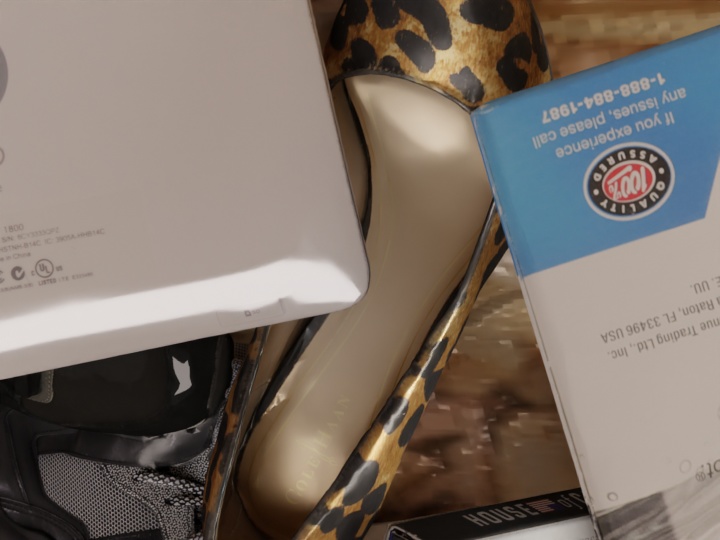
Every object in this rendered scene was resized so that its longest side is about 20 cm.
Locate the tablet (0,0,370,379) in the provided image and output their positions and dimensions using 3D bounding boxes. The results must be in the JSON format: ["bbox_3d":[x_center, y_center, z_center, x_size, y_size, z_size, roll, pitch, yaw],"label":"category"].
[{"bbox_3d":[-0.105,-0.035,0.689,0.199,0.014,0.131,-12,96,10],"label":"tablet"}]

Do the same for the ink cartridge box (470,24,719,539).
[{"bbox_3d":[0.128,0.035,0.641,0.144,0.084,0.201,-17,82,7],"label":"ink cartridge box"}]

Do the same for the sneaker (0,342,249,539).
[{"bbox_3d":[-0.050,0.088,0.799,0.200,0.075,0.114,43,105,21],"label":"sneaker"}]

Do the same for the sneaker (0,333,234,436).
[{"bbox_3d":[-0.137,0.012,0.753,0.199,0.087,0.076,19,115,25],"label":"sneaker"}]

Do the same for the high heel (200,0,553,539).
[{"bbox_3d":[0.000,0.000,0.702,0.071,0.143,0.201,20,135,12],"label":"high heel"}]

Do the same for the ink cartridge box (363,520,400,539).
[{"bbox_3d":[-0.036,0.175,0.915,0.199,0.084,0.146,-8,128,24],"label":"ink cartridge box"}]

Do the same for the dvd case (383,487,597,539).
[{"bbox_3d":[0.038,0.169,0.796,0.025,0.150,0.201,23,106,35],"label":"dvd case"}]
